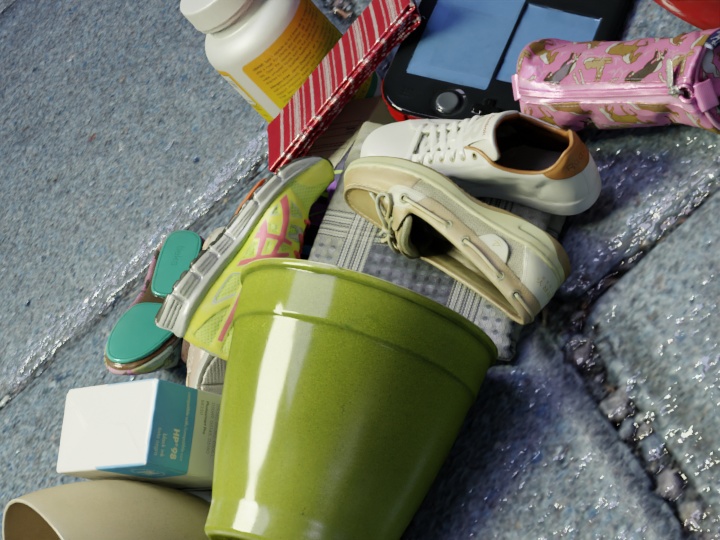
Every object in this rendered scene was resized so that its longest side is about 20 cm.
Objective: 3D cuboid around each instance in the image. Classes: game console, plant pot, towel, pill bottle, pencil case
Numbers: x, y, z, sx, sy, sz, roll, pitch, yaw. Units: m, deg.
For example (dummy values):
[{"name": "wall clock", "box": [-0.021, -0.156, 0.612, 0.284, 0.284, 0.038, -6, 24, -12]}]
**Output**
[{"name": "game console", "box": [0.126, -0.194, 1.490, 0.176, 0.031, 0.201, 13, 60, 21]}, {"name": "plant pot", "box": [-0.161, 0.238, 1.294, 0.134, 0.202, 0.200, -22, 19, -29]}, {"name": "towel", "box": [-0.018, -0.175, 1.557, 0.200, 0.022, 0.145, -49, 17, 14]}, {"name": "towel", "box": [0.060, -0.026, 1.381, 0.191, 0.035, 0.201, 9, 61, 23]}, {"name": "plant pot", "box": [-0.024, 0.120, 1.250, 0.200, 0.200, 0.194, -2, 63, 50]}, {"name": "pill bottle", "box": [-0.078, -0.211, 1.671, 0.112, 0.200, 0.113, -31, 34, 24]}, {"name": "pencil case", "box": [0.211, -0.144, 1.341, 0.199, 0.086, 0.083, 5, 64, 49]}]

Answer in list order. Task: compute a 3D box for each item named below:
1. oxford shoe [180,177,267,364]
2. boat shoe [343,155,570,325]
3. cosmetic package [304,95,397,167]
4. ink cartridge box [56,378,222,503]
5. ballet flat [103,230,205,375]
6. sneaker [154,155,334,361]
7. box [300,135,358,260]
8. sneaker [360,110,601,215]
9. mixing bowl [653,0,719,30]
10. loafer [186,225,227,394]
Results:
[{"name": "oxford shoe", "box": [-0.119, 0.000, 1.607, 0.072, 0.071, 0.201, -19, 40, 46]}, {"name": "boat shoe", "box": [0.061, -0.024, 1.315, 0.200, 0.073, 0.063, 28, 64, 23]}, {"name": "cosmetic package", "box": [-0.032, -0.055, 1.558, 0.105, 0.071, 0.201, -2, 52, 51]}, {"name": "ink cartridge box", "box": [-0.120, 0.140, 1.351, 0.115, 0.199, 0.067, -11, 68, 44]}, {"name": "ballet flat", "box": [-0.186, 0.046, 1.636, 0.069, 0.072, 0.201, 6, 41, 10]}, {"name": "sneaker", "box": [-0.075, -0.007, 1.401, 0.200, 0.090, 0.078, -51, -1, -20]}, {"name": "box", "box": [0.000, 0.000, 1.428, 0.142, 0.036, 0.201, 29, 76, 26]}, {"name": "sneaker", "box": [0.087, -0.100, 1.349, 0.199, 0.085, 0.073, 7, 61, 24]}, {"name": "mixing bowl", "box": [0.311, -0.248, 1.326, 0.199, 0.108, 0.201, -30, 35, 24]}, {"name": "loafer", "box": [-0.115, 0.062, 1.483, 0.063, 0.071, 0.202, 178, 96, -65]}]
